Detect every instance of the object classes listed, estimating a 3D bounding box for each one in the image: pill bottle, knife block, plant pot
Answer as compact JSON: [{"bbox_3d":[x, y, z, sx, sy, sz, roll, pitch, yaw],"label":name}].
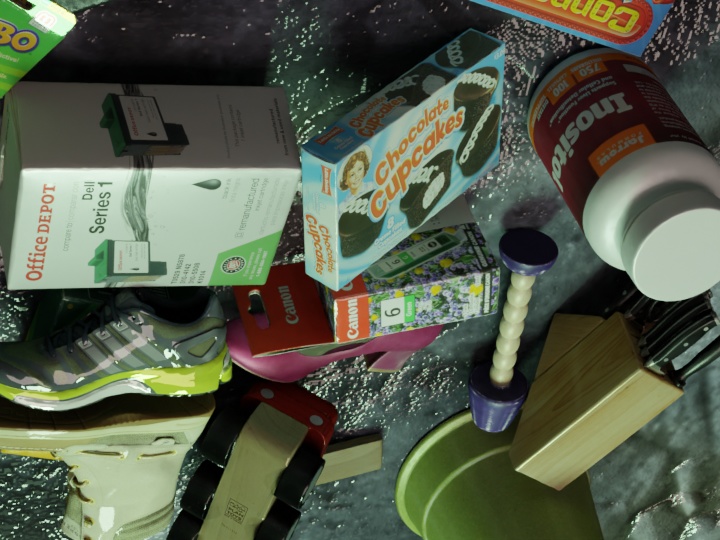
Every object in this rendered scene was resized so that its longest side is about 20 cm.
[{"bbox_3d":[0.209,-0.073,1.176,0.112,0.200,0.113,-10,131,-11],"label":"pill bottle"},{"bbox_3d":[0.232,0.097,1.333,0.064,0.175,0.201,28,77,-34],"label":"knife block"},{"bbox_3d":[0.153,0.256,1.441,0.199,0.190,0.201,-10,131,-12],"label":"plant pot"}]

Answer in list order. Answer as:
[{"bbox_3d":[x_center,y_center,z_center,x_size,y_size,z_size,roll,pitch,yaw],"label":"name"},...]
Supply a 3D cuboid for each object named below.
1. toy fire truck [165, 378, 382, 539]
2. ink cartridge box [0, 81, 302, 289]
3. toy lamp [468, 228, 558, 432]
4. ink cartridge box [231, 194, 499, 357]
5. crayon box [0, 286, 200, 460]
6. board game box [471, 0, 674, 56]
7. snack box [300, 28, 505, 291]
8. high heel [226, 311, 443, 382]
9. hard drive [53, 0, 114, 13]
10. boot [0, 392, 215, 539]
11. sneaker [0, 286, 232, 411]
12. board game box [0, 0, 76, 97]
[{"bbox_3d":[-0.056,0.166,1.349,0.128,0.200,0.177,27,125,7],"label":"toy fire truck"},{"bbox_3d":[-0.158,-0.059,1.121,0.199,0.085,0.146,-2,144,-18],"label":"ink cartridge box"},{"bbox_3d":[0.130,0.059,1.357,0.058,0.058,0.201,-6,129,-14],"label":"toy lamp"},{"bbox_3d":[0.000,0.000,1.227,0.199,0.109,0.051,-10,131,-10],"label":"ink cartridge box"},{"bbox_3d":[-0.218,0.093,1.270,0.125,0.052,0.201,11,125,-26],"label":"crayon box"},{"bbox_3d":[0.162,-0.270,1.092,0.199,0.056,0.196,12,123,-27],"label":"board game box"},{"bbox_3d":[0.034,-0.085,1.146,0.200,0.037,0.117,-38,143,-35],"label":"snack box"},{"bbox_3d":[-0.020,0.043,1.279,0.199,0.068,0.096,9,135,-31],"label":"high heel"},{"bbox_3d":[-0.215,-0.253,0.993,0.139,0.033,0.201,-19,132,-3],"label":"hard drive"},{"bbox_3d":[-0.226,0.156,1.234,0.199,0.072,0.155,0,129,-29],"label":"boot"},{"bbox_3d":[-0.193,0.051,1.173,0.199,0.074,0.081,-6,119,-22],"label":"sneaker"},{"bbox_3d":[-0.284,-0.140,1.036,0.095,0.030,0.200,29,133,-35],"label":"board game box"}]
